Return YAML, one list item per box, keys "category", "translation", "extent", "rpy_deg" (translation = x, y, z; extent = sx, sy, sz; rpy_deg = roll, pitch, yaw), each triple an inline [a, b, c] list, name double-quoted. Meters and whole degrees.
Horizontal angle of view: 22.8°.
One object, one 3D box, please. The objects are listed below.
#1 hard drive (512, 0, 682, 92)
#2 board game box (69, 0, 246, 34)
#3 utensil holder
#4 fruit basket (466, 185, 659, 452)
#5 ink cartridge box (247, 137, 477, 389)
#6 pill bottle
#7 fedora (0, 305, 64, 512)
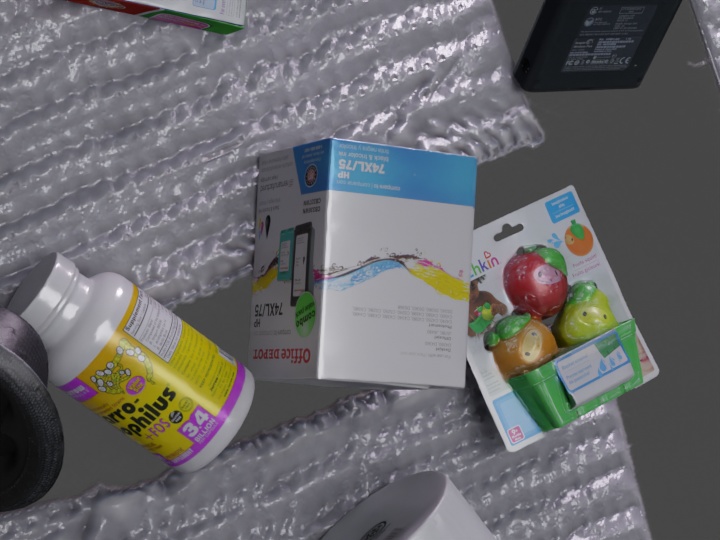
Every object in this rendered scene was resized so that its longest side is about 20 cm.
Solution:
- category: "hard drive"
  translation: [0.238, -0.254, 1.664]
  extent: [0.139, 0.200, 0.033]
  rpy_deg: [-5, 48, -27]
- category: "board game box"
  translation: [-0.188, -0.295, 1.515]
  extent: [0.199, 0.040, 0.154]
  rpy_deg: [9, 83, -27]
- category: "utensil holder"
  translation: [0.066, 0.299, 1.549]
  extent: [0.170, 0.170, 0.200]
  rpy_deg: [-41, 103, -23]
- category: "fruit basket"
  translation: [0.173, 0.042, 1.659]
  extent: [0.185, 0.094, 0.201]
  rpy_deg: [-24, 95, -27]
- category: "ink cartridge box"
  translation: [0.000, 0.000, 1.538]
  extent: [0.145, 0.147, 0.201]
  rpy_deg: [6, 84, -28]
- category: "pill bottle"
  translation: [-0.190, 0.072, 1.459]
  extent: [0.200, 0.104, 0.105]
  rpy_deg: [38, 71, -20]
- category: "fedora"
  translation: [-0.298, 0.093, 1.377]
  extent: [0.201, 0.200, 0.092]
  rpy_deg: [46, 40, -18]
